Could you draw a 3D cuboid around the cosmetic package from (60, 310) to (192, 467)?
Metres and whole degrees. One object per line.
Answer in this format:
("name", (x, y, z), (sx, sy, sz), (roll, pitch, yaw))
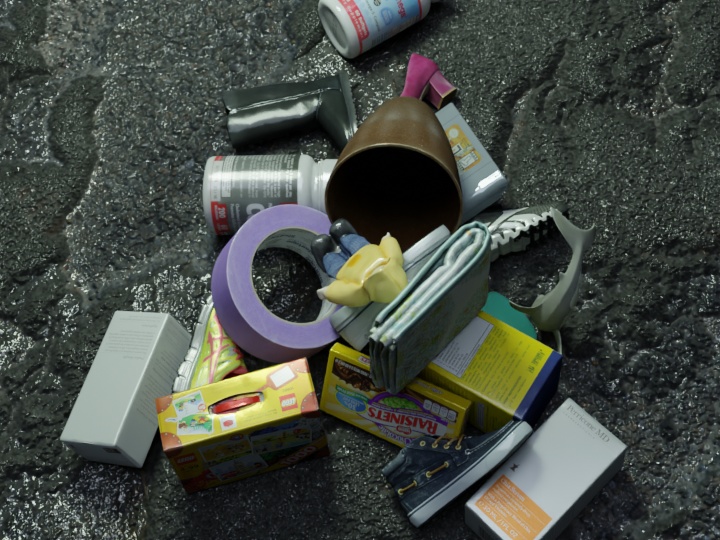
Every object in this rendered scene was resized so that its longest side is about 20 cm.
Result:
("cosmetic package", (-0.312, 0.157, 1.643), (0.101, 0.074, 0.202), (2, 59, 31))

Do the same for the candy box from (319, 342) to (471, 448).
("candy box", (0.043, 0.177, 1.598), (0.198, 0.103, 0.026), (22, 35, 18))

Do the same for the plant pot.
("plant pot", (0.056, -0.149, 1.687), (0.184, 0.189, 0.201), (3, 39, 7))

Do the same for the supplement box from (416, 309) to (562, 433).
("supplement box", (0.152, 0.128, 1.609), (0.199, 0.110, 0.109), (29, 66, 19))

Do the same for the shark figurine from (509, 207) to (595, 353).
("shark figurine", (0.241, 0.029, 1.587), (0.088, 0.215, 0.129), (9, 54, -3))

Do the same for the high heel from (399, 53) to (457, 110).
("high heel", (0.054, -0.263, 1.852), (0.096, 0.068, 0.199), (44, 59, 16))

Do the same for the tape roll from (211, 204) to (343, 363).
("tape roll", (-0.098, 0.018, 1.663), (0.197, 0.085, 0.203), (7, 72, -20))

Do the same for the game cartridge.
("game cartridge", (0.121, -0.148, 1.774), (0.132, 0.042, 0.201), (-32, 46, 3))

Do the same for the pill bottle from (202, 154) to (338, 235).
("pill bottle", (-0.121, -0.110, 1.769), (0.197, 0.114, 0.115), (-1, 60, 5))

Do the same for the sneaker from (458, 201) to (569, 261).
("sneaker", (0.199, -0.065, 1.740), (0.198, 0.067, 0.091), (-25, 63, -7))

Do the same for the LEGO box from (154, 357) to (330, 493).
("LEGO box", (-0.148, 0.201, 1.571), (0.197, 0.150, 0.078), (-15, 59, -3))

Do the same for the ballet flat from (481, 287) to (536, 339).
("ballet flat", (0.155, 0.049, 1.680), (0.199, 0.064, 0.067), (40, 46, 5))

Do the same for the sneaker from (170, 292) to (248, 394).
("sneaker", (-0.191, 0.115, 1.676), (0.089, 0.078, 0.202), (15, 68, 5))

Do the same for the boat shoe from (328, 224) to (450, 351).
("boat shoe", (0.051, 0.025, 1.613), (0.199, 0.074, 0.067), (-40, 91, 4))

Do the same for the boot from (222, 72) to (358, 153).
("boot", (-0.105, -0.220, 1.858), (0.197, 0.066, 0.166), (-8, 51, -3))

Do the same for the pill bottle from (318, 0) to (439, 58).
("pill bottle", (0.040, -0.429, 1.941), (0.199, 0.109, 0.109), (-32, 62, -13))

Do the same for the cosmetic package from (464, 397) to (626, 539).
("cosmetic package", (0.233, 0.271, 1.541), (0.101, 0.072, 0.200), (39, 70, 24))

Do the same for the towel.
("towel", (0.086, 0.050, 1.496), (0.048, 0.172, 0.200), (40, 70, 20))

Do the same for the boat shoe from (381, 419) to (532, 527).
("boat shoe", (0.116, 0.230, 1.528), (0.200, 0.071, 0.091), (-41, 77, 16))

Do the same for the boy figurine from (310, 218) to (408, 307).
("boy figurine", (0.000, 0.000, 1.552), (0.124, 0.065, 0.200), (-36, 27, -7))
